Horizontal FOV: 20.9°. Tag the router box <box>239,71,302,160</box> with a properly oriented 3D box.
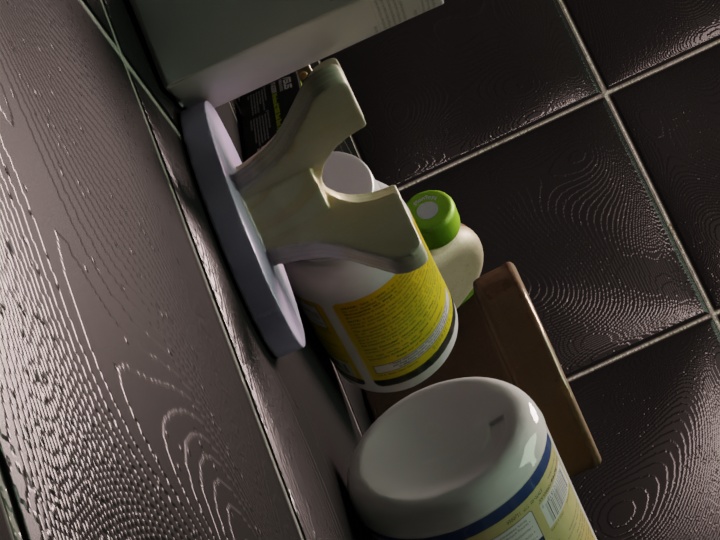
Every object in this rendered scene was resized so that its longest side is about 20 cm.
[{"bbox_3d":[-0.047,-0.072,1.707,0.200,0.062,0.151,-105,171,-68],"label":"router box"}]

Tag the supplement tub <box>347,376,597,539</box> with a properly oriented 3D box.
[{"bbox_3d":[0.089,0.190,1.343,0.145,0.143,0.201,-108,173,-60],"label":"supplement tub"}]

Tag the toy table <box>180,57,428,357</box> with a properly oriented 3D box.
[{"bbox_3d":[-0.036,-0.049,1.296,0.184,0.116,0.201,59,7,-64],"label":"toy table"}]

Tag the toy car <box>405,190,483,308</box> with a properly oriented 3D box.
[{"bbox_3d":[0.008,-0.012,1.928,0.199,0.158,0.165,32,-22,36],"label":"toy car"}]

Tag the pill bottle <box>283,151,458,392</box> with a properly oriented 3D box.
[{"bbox_3d":[0.000,0.000,1.524,0.200,0.112,0.113,62,5,-51],"label":"pill bottle"}]

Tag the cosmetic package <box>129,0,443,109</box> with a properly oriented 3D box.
[{"bbox_3d":[-0.049,-0.189,1.330,0.108,0.199,0.085,58,10,-83],"label":"cosmetic package"}]

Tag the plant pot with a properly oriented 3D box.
[{"bbox_3d":[0.101,0.117,1.765,0.200,0.173,0.202,-24,90,-87],"label":"plant pot"}]

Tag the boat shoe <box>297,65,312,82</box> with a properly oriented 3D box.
[{"bbox_3d":[-0.066,-0.134,1.834,0.068,0.071,0.202,-123,-167,-72],"label":"boat shoe"}]
